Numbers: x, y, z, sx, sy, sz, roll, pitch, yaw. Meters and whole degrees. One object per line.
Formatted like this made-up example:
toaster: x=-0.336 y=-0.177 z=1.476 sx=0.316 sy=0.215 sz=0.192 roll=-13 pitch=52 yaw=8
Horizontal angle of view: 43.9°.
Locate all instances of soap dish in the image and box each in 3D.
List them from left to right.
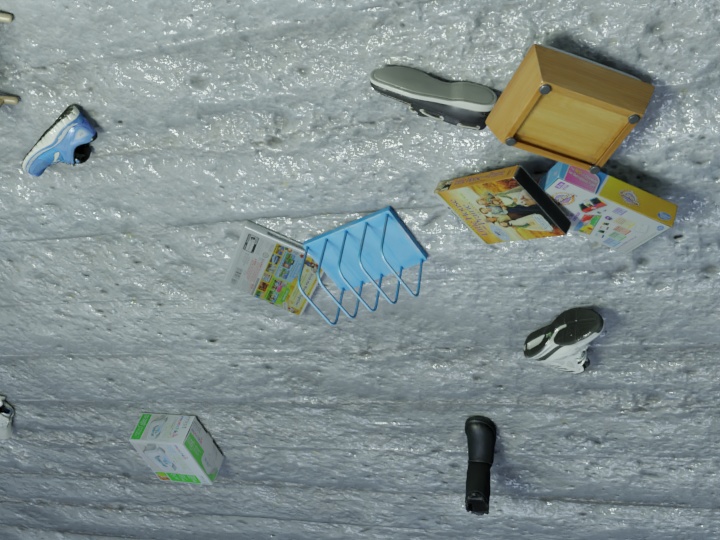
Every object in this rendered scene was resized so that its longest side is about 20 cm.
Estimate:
soap dish: x=0.305 y=-0.231 z=1.308 sx=0.198 sy=0.082 sz=0.158 roll=15 pitch=140 yaw=-14

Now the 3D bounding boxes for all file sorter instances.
file sorter: x=0.000 y=0.000 z=1.656 sx=0.199 sy=0.123 sz=0.139 roll=-20 pitch=127 yaw=29

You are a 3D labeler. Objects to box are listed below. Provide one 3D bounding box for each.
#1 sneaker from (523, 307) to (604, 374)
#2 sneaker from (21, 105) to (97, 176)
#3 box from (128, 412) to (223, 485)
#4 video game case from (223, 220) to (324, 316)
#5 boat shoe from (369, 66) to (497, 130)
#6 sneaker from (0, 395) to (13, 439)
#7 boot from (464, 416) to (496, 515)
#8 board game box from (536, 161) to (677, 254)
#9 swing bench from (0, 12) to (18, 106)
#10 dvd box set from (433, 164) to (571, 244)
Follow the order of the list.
sneaker: x=0.421 y=0.139 z=1.726 sx=0.115 sy=0.076 sz=0.200 roll=25 pitch=148 yaw=-22
sneaker: x=-0.558 y=-0.221 z=1.662 sx=0.089 sy=0.079 sz=0.199 roll=42 pitch=134 yaw=-22
box: x=-0.494 y=0.482 z=2.416 sx=0.175 sy=0.097 sz=0.201 roll=0 pitch=136 yaw=23
video game case: x=-0.173 y=0.000 z=1.812 sx=0.181 sy=0.023 sz=0.200 roll=23 pitch=139 yaw=-6
boat shoe: x=0.108 y=-0.264 z=1.378 sx=0.198 sy=0.074 sz=0.061 roll=10 pitch=135 yaw=-3
sneaker: x=-1.041 y=0.426 z=2.573 sx=0.086 sy=0.075 sz=0.201 roll=5 pitch=139 yaw=8
boot: x=0.270 y=0.453 z=2.050 sx=0.073 sy=0.163 sz=0.199 roll=3 pitch=138 yaw=15
board game box: x=0.382 y=-0.101 z=1.441 sx=0.199 sy=0.041 sz=0.153 roll=23 pitch=161 yaw=-6
swing bench: x=-0.710 y=-0.356 z=1.525 sx=0.198 sy=0.130 sz=0.200 roll=19 pitch=140 yaw=-1
dvd box set: x=0.233 y=-0.105 z=1.486 sx=0.146 sy=0.030 sz=0.199 roll=43 pitch=155 yaw=-25
